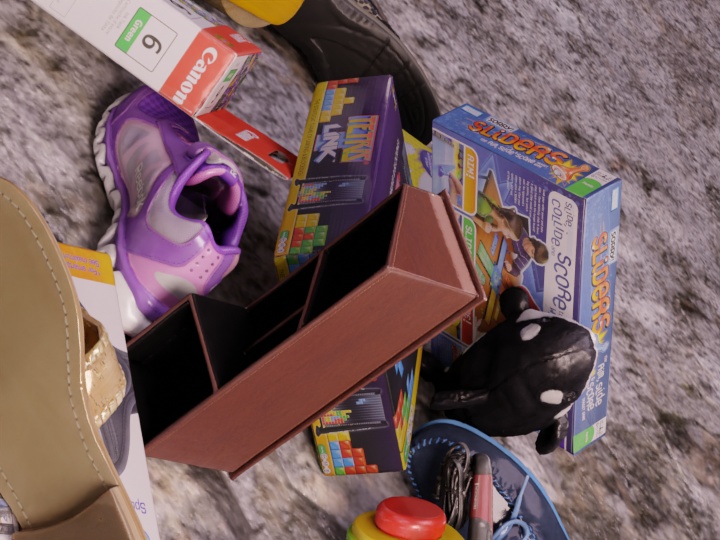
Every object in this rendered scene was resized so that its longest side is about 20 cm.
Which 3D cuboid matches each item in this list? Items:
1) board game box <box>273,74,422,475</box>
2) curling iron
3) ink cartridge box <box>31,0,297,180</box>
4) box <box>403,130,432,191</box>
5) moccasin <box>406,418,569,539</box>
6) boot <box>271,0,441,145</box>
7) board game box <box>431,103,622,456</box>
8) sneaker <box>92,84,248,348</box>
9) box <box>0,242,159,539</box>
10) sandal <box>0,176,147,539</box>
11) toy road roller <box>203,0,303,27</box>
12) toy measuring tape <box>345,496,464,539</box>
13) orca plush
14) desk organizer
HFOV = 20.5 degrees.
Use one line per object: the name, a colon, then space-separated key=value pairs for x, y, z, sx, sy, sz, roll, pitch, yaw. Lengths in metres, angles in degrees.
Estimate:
board game box: x=0.000 y=0.000 z=1.235 sx=0.200 sy=0.056 sz=0.166 roll=-80 pitch=163 yaw=-54
curling iron: x=0.066 y=0.201 z=1.168 sx=0.025 sy=0.050 sz=0.201 roll=5 pitch=69 yaw=-21
ink cartridge box: x=-0.107 y=-0.135 z=1.220 sx=0.200 sy=0.050 sz=0.109 roll=35 pitch=9 yaw=0
box: x=0.059 y=-0.026 z=1.455 sx=0.200 sy=0.048 sz=0.118 roll=35 pitch=34 yaw=-36
moccasin: x=0.097 y=0.182 z=1.243 sx=0.200 sy=0.080 sz=0.068 roll=50 pitch=32 yaw=-7
boot: x=-0.004 y=-0.198 z=1.520 sx=0.204 sy=0.073 sz=0.154 roll=46 pitch=26 yaw=-15
board game box: x=0.104 y=0.007 z=1.294 sx=0.034 sy=0.201 sz=0.135 roll=-28 pitch=43 yaw=-34
sneaker: x=-0.105 y=-0.047 z=1.171 sx=0.080 sy=0.088 sz=0.201 roll=33 pitch=31 yaw=-30
box: x=-0.159 y=0.078 z=0.969 sx=0.119 sy=0.041 sz=0.201 roll=14 pitch=55 yaw=-51
sandal: x=-0.142 y=0.060 z=0.924 sx=0.070 sy=0.077 sz=0.213 roll=-14 pitch=85 yaw=-77
toy road roller: x=-0.105 y=-0.267 z=1.322 sx=0.200 sy=0.146 sz=0.123 roll=29 pitch=6 yaw=-46
toy measuring tape: x=0.034 y=0.178 z=1.115 sx=0.074 sy=0.074 sz=0.200 roll=41 pitch=1 yaw=-23
orca plush: x=0.070 y=0.065 z=1.266 sx=0.071 sy=0.200 sz=0.106 roll=-8 pitch=98 yaw=-26
desk organizer: x=-0.037 y=0.030 z=1.070 sx=0.077 sy=0.200 sz=0.072 roll=17 pitch=45 yaw=-47
